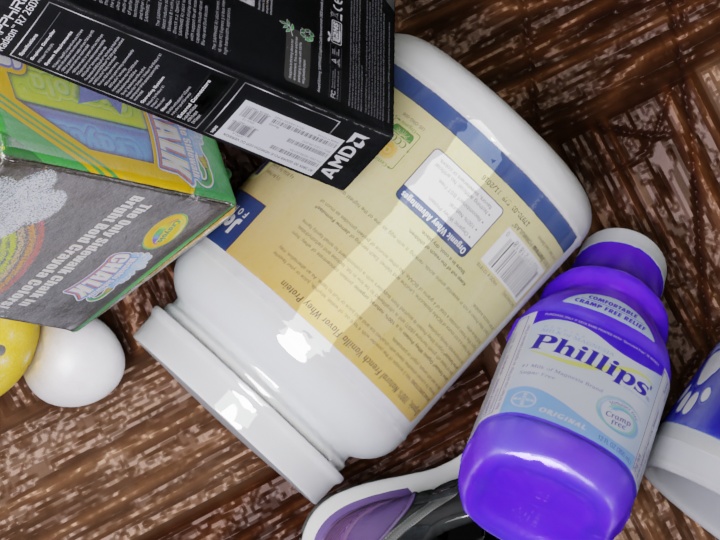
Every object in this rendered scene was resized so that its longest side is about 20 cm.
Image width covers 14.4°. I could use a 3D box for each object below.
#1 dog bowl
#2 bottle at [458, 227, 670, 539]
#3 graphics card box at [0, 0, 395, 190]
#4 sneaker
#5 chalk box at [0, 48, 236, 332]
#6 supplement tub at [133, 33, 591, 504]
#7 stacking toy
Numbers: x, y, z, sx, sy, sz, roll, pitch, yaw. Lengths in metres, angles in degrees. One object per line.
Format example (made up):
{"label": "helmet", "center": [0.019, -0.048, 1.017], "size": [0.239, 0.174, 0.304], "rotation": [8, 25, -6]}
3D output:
{"label": "dog bowl", "center": [0.238, 0.115, 1.372], "size": [0.200, 0.200, 0.079], "rotation": [34, 84, -3]}
{"label": "bottle", "center": [0.108, 0.053, 1.373], "size": [0.083, 0.200, 0.065], "rotation": [25, 129, 1]}
{"label": "graphics card box", "center": [-0.078, -0.127, 1.287], "size": [0.199, 0.051, 0.126], "rotation": [20, 47, -23]}
{"label": "sneaker", "center": [0.075, 0.122, 1.390], "size": [0.200, 0.087, 0.076], "rotation": [-25, 111, -24]}
{"label": "chalk box", "center": [-0.150, -0.058, 1.335], "size": [0.124, 0.200, 0.124], "rotation": [-35, 62, 29]}
{"label": "supplement tub", "center": [0.000, 0.000, 1.381], "size": [0.144, 0.144, 0.200], "rotation": [43, 85, -3]}
{"label": "stacking toy", "center": [-0.206, 0.020, 1.385], "size": [0.199, 0.146, 0.147], "rotation": [15, 87, -21]}
